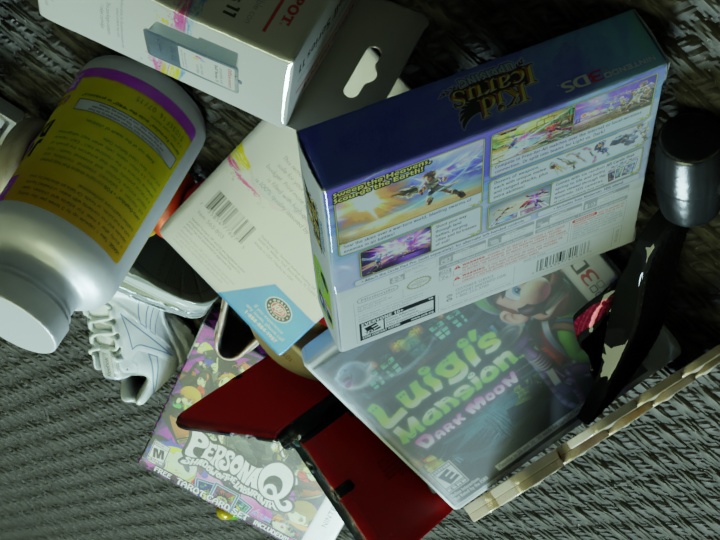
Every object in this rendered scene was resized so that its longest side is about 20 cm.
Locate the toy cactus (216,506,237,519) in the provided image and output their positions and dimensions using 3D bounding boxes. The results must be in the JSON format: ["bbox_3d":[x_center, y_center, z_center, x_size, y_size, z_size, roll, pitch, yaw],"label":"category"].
[{"bbox_3d":[-0.111,0.179,1.590,0.165,0.102,0.200,48,156,3],"label":"toy cactus"}]

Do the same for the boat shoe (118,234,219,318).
[{"bbox_3d":[-0.209,-0.020,1.327,0.201,0.075,0.065,25,150,-9],"label":"boat shoe"}]

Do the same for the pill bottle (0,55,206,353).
[{"bbox_3d":[-0.195,-0.045,1.122,0.103,0.201,0.105,21,153,12],"label":"pill bottle"}]

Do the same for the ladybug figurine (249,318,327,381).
[{"bbox_3d":[0.000,0.000,1.122,0.136,0.072,0.200,45,131,-8],"label":"ladybug figurine"}]

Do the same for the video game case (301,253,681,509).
[{"bbox_3d":[0.091,0.055,1.084,0.199,0.023,0.182,-36,122,13],"label":"video game case"}]

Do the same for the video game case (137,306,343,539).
[{"bbox_3d":[-0.083,0.151,1.455,0.199,0.036,0.182,29,122,0],"label":"video game case"}]

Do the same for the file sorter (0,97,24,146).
[{"bbox_3d":[-0.382,-0.083,1.321,0.138,0.125,0.200,33,154,-8],"label":"file sorter"}]

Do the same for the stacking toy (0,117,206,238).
[{"bbox_3d":[-0.176,-0.059,1.232,0.198,0.086,0.086,12,150,16],"label":"stacking toy"}]

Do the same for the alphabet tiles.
[{"bbox_3d":[0.162,0.107,1.078,0.015,0.199,0.196,57,154,9],"label":"alphabet tiles"}]

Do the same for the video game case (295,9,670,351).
[{"bbox_3d":[0.067,-0.046,0.909,0.182,0.198,0.046,86,161,-61],"label":"video game case"}]

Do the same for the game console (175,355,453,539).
[{"bbox_3d":[-0.005,0.123,1.210,0.118,0.200,0.173,-36,88,42],"label":"game console"}]

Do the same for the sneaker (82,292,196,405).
[{"bbox_3d":[-0.208,0.047,1.425,0.074,0.087,0.201,13,149,31],"label":"sneaker"}]

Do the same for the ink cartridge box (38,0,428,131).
[{"bbox_3d":[-0.066,-0.160,0.890,0.199,0.118,0.067,25,151,6],"label":"ink cartridge box"}]

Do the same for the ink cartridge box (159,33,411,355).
[{"bbox_3d":[-0.019,-0.055,1.009,0.115,0.068,0.200,45,121,-4],"label":"ink cartridge box"}]

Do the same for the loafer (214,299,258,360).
[{"bbox_3d":[-0.076,0.017,1.273,0.071,0.063,0.200,28,154,-2],"label":"loafer"}]

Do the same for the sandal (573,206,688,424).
[{"bbox_3d":[0.167,0.020,1.026,0.045,0.075,0.201,30,140,20],"label":"sandal"}]

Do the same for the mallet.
[{"bbox_3d":[0.260,-0.034,0.900,0.198,0.041,0.066,17,151,12],"label":"mallet"}]
